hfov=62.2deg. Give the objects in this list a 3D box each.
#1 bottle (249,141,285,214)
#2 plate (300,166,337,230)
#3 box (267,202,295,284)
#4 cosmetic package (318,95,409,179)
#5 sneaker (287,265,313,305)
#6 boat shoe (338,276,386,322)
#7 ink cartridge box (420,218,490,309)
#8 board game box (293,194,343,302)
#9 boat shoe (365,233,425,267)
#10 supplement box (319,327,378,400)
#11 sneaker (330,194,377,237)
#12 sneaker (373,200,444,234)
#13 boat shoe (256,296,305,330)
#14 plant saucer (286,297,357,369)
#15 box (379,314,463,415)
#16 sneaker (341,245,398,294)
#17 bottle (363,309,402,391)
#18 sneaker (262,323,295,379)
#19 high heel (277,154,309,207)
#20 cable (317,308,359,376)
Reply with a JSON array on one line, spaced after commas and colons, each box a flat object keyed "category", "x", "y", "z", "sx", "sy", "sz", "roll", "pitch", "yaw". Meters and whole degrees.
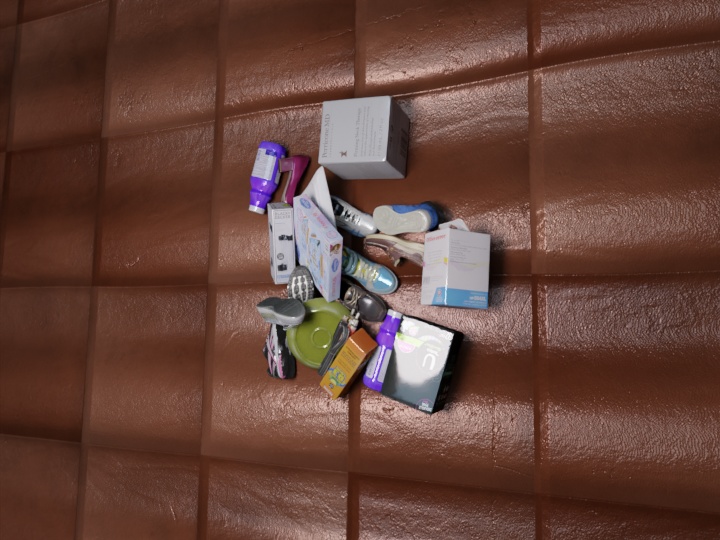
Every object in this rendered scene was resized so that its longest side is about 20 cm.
[{"category": "bottle", "x": -0.279, "y": -0.270, "z": 1.751, "sx": 0.081, "sy": 0.065, "sz": 0.207, "roll": 14, "pitch": 89, "yaw": 24}, {"category": "plate", "x": -0.123, "y": -0.149, "z": 1.627, "sx": 0.031, "sy": 0.200, "sz": 0.206, "roll": -7, "pitch": 76, "yaw": -24}, {"category": "box", "x": -0.218, "y": -0.078, "z": 1.647, "sx": 0.058, "sy": 0.117, "sz": 0.208, "roll": -5, "pitch": 103, "yaw": -14}, {"category": "cosmetic package", "x": 0.012, "y": -0.346, "z": 1.589, "sx": 0.194, "sy": 0.165, "sz": 0.174, "roll": 2, "pitch": 84, "yaw": 24}, {"category": "sneaker", "x": -0.156, "y": 0.083, "z": 1.633, "sx": 0.074, "sy": 0.089, "sz": 0.207, "roll": -5, "pitch": 103, "yaw": 0}, {"category": "boat shoe", "x": -0.018, "y": 0.077, "z": 1.586, "sx": 0.197, "sy": 0.073, "sz": 0.076, "roll": 28, "pitch": 94, "yaw": 35}, {"category": "ink cartridge box", "x": 0.232, "y": -0.014, "z": 1.451, "sx": 0.121, "sy": 0.128, "sz": 0.208, "roll": 7, "pitch": 85, "yaw": -22}, {"category": "board game box", "x": -0.114, "y": -0.058, "z": 1.556, "sx": 0.200, "sy": 0.040, "sz": 0.204, "roll": 50, "pitch": 148, "yaw": 37}, {"category": "boat shoe", "x": 0.098, "y": -0.046, "z": 1.571, "sx": 0.194, "sy": 0.072, "sz": 0.074, "roll": 15, "pitch": 88, "yaw": 17}, {"category": "supplement box", "x": -0.032, "y": 0.246, "z": 1.548, "sx": 0.066, "sy": 0.068, "sz": 0.203, "roll": 41, "pitch": 128, "yaw": 15}, {"category": "sneaker", "x": -0.039, "y": -0.149, "z": 1.639, "sx": 0.196, "sy": 0.072, "sz": 0.074, "roll": 27, "pitch": 92, "yaw": 22}, {"category": "sneaker", "x": 0.131, "y": -0.138, "z": 1.561, "sx": 0.196, "sy": 0.109, "sz": 0.080, "roll": 5, "pitch": 103, "yaw": 46}, {"category": "boat shoe", "x": -0.205, "y": 0.117, "z": 1.571, "sx": 0.199, "sy": 0.074, "sz": 0.067, "roll": 4, "pitch": 121, "yaw": 48}, {"category": "plant saucer", "x": -0.103, "y": 0.177, "z": 1.596, "sx": 0.192, "sy": 0.031, "sz": 0.207, "roll": 0, "pitch": 106, "yaw": -1}, {"category": "box", "x": 0.154, "y": 0.231, "z": 1.482, "sx": 0.145, "sy": 0.124, "sz": 0.207, "roll": 17, "pitch": 91, "yaw": 23}, {"category": "sneaker", "x": 0.000, "y": 0.000, "z": 1.572, "sx": 0.196, "sy": 0.130, "sz": 0.082, "roll": 25, "pitch": 91, "yaw": 23}, {"category": "bottle", "x": 0.065, "y": 0.206, "z": 1.546, "sx": 0.063, "sy": 0.083, "sz": 0.206, "roll": 18, "pitch": 87, "yaw": -12}, {"category": "sneaker", "x": -0.242, "y": 0.205, "z": 1.684, "sx": 0.084, "sy": 0.079, "sz": 0.207, "roll": -12, "pitch": 73, "yaw": 32}, {"category": "high heel", "x": -0.183, "y": -0.227, "z": 1.723, "sx": 0.093, "sy": 0.067, "sz": 0.208, "roll": -7, "pitch": 102, "yaw": -18}, {"category": "cable", "x": -0.055, "y": 0.200, "z": 1.539, "sx": 0.049, "sy": 0.098, "sz": 0.205, "roll": 19, "pitch": 106, "yaw": -12}]
